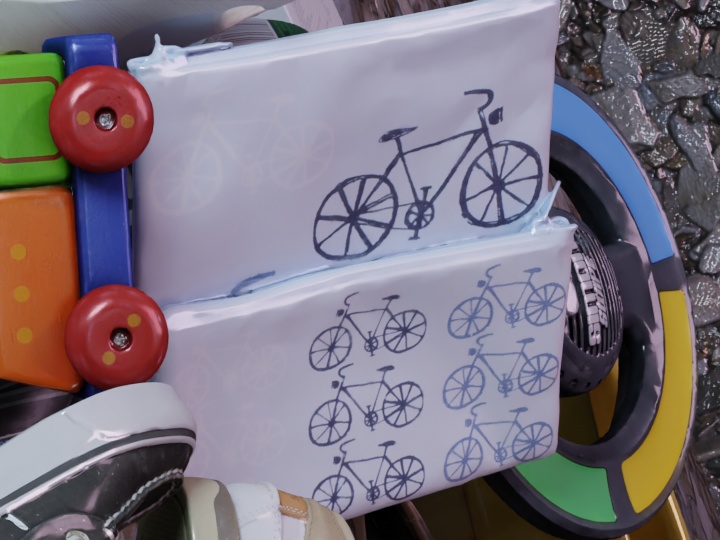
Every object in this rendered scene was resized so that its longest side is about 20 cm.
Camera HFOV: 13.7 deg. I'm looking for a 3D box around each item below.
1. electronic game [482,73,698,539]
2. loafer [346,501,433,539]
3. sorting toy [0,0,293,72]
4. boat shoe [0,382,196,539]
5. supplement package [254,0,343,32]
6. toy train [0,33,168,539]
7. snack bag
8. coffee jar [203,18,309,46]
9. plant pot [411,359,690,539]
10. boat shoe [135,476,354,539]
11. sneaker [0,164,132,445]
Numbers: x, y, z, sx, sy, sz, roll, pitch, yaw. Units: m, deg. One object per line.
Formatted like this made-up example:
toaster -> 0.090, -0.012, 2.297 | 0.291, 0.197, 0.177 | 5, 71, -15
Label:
electronic game -> 0.081, 0.012, 1.237 | 0.200, 0.041, 0.201 | 24, 59, -48
loafer -> 0.030, 0.172, 1.250 | 0.072, 0.063, 0.201 | -35, 97, -37
sorting toy -> -0.087, -0.102, 1.085 | 0.200, 0.179, 0.107 | -34, 111, -60
boat shoe -> -0.108, 0.096, 0.884 | 0.064, 0.071, 0.200 | 49, 42, 10
supplement package -> -0.090, -0.147, 1.414 | 0.114, 0.109, 0.201 | -83, 152, -65
toy train -> -0.126, 0.026, 0.983 | 0.085, 0.115, 0.201 | -170, -104, -74
snack bag -> 0.000, 0.000, 1.079 | 0.021, 0.188, 0.201 | 34, -51, 49
coffee jar -> -0.034, -0.029, 1.201 | 0.200, 0.085, 0.105 | -117, -155, -69
plant pot -> 0.050, 0.148, 1.380 | 0.201, 0.188, 0.202 | -20, 90, -78
boat shoe -> -0.027, 0.164, 0.947 | 0.075, 0.068, 0.201 | -31, -122, 59
sneaker -> -0.119, 0.007, 1.081 | 0.083, 0.070, 0.200 | 53, 34, -24
